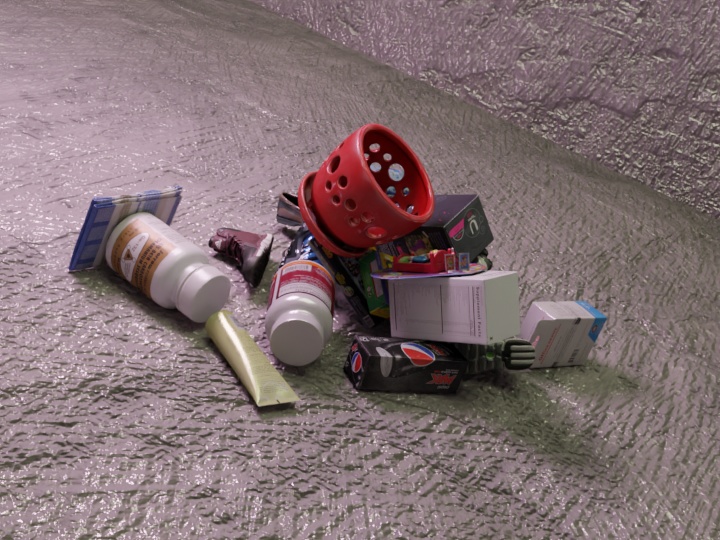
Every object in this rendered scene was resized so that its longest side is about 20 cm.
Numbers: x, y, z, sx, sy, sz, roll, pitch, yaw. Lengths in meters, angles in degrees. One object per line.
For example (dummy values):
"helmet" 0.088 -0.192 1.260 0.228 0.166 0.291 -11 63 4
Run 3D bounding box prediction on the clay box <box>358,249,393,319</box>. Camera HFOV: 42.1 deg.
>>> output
"clay box" 0.089 0.043 1.745 0.200 0.048 0.115 17 50 -43

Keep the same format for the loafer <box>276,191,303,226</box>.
"loafer" -0.090 -0.118 1.913 0.200 0.063 0.072 10 22 30

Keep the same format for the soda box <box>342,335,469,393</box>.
"soda box" 0.077 0.158 1.564 0.200 0.071 0.063 6 26 -30

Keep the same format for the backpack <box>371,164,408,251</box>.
"backpack" 0.030 -0.125 2.006 0.200 0.183 0.147 -3 56 -49

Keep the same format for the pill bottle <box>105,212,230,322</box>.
"pill bottle" -0.313 -0.002 1.537 0.200 0.115 0.114 33 27 26

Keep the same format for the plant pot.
"plant pot" 0.005 -0.129 1.663 0.200 0.182 0.201 33 38 -31

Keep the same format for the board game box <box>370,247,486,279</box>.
"board game box" 0.115 -0.018 1.614 0.199 0.039 0.158 -4 7 0

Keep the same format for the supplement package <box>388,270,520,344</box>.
"supplement package" 0.160 0.059 1.604 0.200 0.114 0.109 3 9 40

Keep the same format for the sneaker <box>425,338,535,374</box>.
"sneaker" 0.212 0.152 1.712 0.199 0.075 0.115 6 -2 1

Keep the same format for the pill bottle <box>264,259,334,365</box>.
"pill bottle" -0.100 0.071 1.555 0.113 0.113 0.200 17 25 -8

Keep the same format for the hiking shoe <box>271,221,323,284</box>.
"hiking shoe" -0.096 -0.026 1.763 0.087 0.074 0.200 28 58 -5

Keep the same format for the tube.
"tube" -0.174 0.140 1.438 0.058 0.052 0.200 -35 52 -12

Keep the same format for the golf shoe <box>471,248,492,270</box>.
"golf shoe" 0.161 0.010 1.852 0.078 0.200 0.095 54 40 -19

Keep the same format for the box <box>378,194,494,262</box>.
"box" 0.137 -0.076 1.828 0.200 0.106 0.122 4 37 45

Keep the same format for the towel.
"towel" -0.394 -0.074 1.582 0.024 0.147 0.200 40 31 21

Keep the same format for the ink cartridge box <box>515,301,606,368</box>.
"ink cartridge box" 0.372 0.123 1.819 0.200 0.116 0.068 1 29 -38

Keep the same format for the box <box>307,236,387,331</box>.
"box" 0.000 0.000 1.749 0.200 0.040 0.137 55 32 -1

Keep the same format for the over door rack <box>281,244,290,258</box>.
"over door rack" -0.037 -0.025 1.868 0.200 0.067 0.148 25 25 10

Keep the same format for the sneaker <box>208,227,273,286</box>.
"sneaker" -0.230 -0.030 1.731 0.115 0.076 0.200 14 14 -2
